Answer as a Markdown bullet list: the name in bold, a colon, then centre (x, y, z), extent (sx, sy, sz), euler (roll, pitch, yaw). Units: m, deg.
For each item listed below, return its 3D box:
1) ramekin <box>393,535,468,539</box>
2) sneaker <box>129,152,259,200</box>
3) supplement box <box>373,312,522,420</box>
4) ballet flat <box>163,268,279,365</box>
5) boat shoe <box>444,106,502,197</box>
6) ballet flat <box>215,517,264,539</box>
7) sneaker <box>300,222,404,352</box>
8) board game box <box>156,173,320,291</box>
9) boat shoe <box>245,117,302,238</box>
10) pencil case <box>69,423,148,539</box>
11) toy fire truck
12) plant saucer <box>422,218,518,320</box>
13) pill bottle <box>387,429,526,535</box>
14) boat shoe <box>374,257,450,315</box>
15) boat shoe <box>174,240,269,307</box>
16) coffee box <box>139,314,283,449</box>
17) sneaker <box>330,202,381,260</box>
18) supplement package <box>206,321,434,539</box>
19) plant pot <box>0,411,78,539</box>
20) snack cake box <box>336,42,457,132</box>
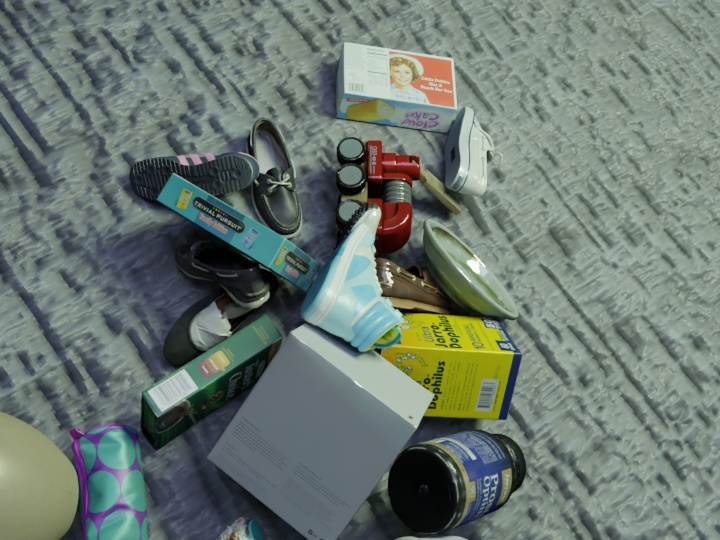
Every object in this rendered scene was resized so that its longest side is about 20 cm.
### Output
- **ramekin**: centre (0.104, 0.416, 1.106), extent (0.094, 0.203, 0.204), euler (-6, 62, -30)
- **sneaker**: centre (-0.248, -0.143, 1.398), extent (0.198, 0.082, 0.071), euler (1, 102, 12)
- **supplement box**: centre (0.108, 0.132, 1.287), extent (0.198, 0.110, 0.109), euler (4, 23, -12)
- **ballet flat**: centre (-0.191, 0.059, 1.291), extent (0.200, 0.068, 0.068), euler (-43, 111, -29)
- **boat shoe**: centre (0.192, -0.193, 1.526), extent (0.086, 0.075, 0.203), euler (23, 39, -13)
- **ballet flat**: centre (-0.131, 0.406, 1.131), extent (0.064, 0.076, 0.201), euler (-25, 61, 8)
- **sneaker**: centre (0.007, 0.031, 1.201), extent (0.130, 0.080, 0.201), euler (36, 40, -8)
- **board game box**: centre (-0.167, -0.052, 1.293), extent (0.199, 0.151, 0.047), euler (30, 86, 20)
- **boat shoe**: centre (-0.133, -0.146, 1.434), extent (0.073, 0.060, 0.201), euler (-5, 63, -17)
- **pencil case**: centre (-0.309, 0.294, 1.127), extent (0.092, 0.085, 0.202), euler (15, 53, -40)
- **toy fire truck**: centre (0.062, -0.107, 1.435), extent (0.198, 0.129, 0.177), euler (0, 61, 1)
- **plant saucer**: centre (0.153, 0.010, 1.382), extent (0.050, 0.200, 0.200), euler (-44, 75, 15)
- **pill bottle**: centre (0.133, 0.268, 1.199), extent (0.199, 0.112, 0.112), euler (0, 55, -52)
- **boat shoe**: centre (0.076, 0.027, 1.324), extent (0.070, 0.200, 0.071), euler (1, 81, 30)
- **boat shoe**: centre (-0.197, -0.013, 1.294), extent (0.067, 0.057, 0.199), euler (-29, 39, -33)
- **coffee box**: centre (-0.196, 0.147, 1.218), extent (0.199, 0.123, 0.044), euler (-32, 71, -29)
- **sneaker**: centre (0.000, 0.001, 1.330), extent (0.093, 0.201, 0.070), euler (25, 18, -7)
- **supplement package**: centre (-0.046, 0.197, 1.159), extent (0.191, 0.147, 0.201), euler (36, 104, 7)
- **plant pot**: centre (-0.411, 0.265, 1.075), extent (0.134, 0.200, 0.202), euler (16, 53, -41)
- **snack cake box**: centre (0.060, -0.313, 1.574), extent (0.198, 0.067, 0.116), euler (6, 58, -11)
